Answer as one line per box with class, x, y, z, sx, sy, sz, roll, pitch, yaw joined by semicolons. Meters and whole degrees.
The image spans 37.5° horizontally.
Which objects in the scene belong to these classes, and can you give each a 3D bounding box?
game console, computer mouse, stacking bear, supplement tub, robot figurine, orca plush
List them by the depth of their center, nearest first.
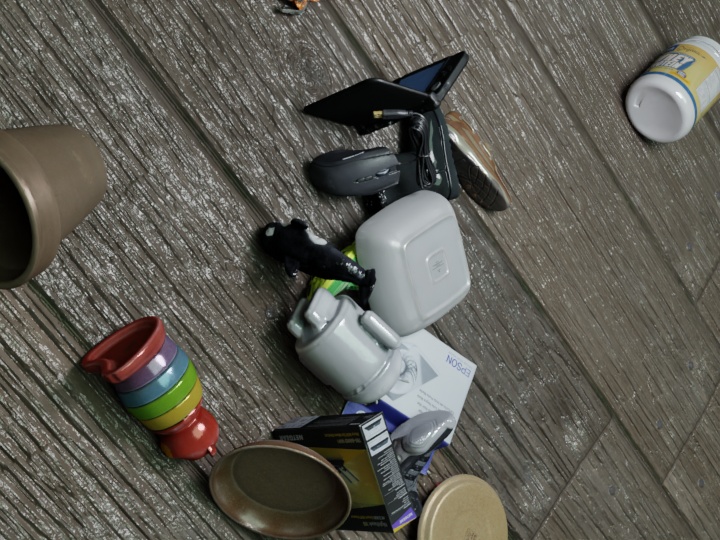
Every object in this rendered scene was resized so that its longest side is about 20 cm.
stacking bear;-0.262;0.172;1.424;0.114;0.121;0.201;-42;117;-24
orca plush;-0.076;-0.002;1.537;0.199;0.106;0.071;35;59;13
robot figurine;-0.017;0.117;1.568;0.200;0.169;0.113;45;43;-18
computer mouse;0.015;-0.173;1.603;0.046;0.197;0.142;-83;169;-55
game console;0.039;-0.288;1.632;0.116;0.199;0.177;45;62;-23
supplement tub;0.630;-0.361;2.096;0.200;0.144;0.146;-43;108;-31

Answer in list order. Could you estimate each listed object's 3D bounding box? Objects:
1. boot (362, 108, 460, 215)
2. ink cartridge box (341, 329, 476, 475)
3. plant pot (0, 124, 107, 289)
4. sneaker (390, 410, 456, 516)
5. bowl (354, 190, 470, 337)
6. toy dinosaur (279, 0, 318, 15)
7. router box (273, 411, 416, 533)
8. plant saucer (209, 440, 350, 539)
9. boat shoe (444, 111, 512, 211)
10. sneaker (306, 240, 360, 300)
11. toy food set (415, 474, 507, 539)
boot;0.068;-0.182;1.724;0.161;0.073;0.201;-15;89;-28
ink cartridge box;0.080;0.196;1.699;0.199;0.040;0.202;34;66;-27
plant pot;-0.413;-0.101;1.316;0.174;0.199;0.202;-39;107;-52
sneaker;0.079;0.309;1.648;0.199;0.075;0.115;-35;113;-9
bowl;0.096;-0.009;1.650;0.199;0.074;0.202;-32;115;-39
toy dinosaur;-0.083;-0.467;1.654;0.199;0.101;0.138;-11;106;-53
router box;-0.026;0.288;1.514;0.052;0.199;0.159;-24;97;-42
plant saucer;-0.109;0.297;1.466;0.200;0.199;0.037;43;34;-23
boat shoe;0.200;-0.189;1.813;0.200;0.075;0.072;50;58;-21
sneaker;0.000;0.000;1.646;0.199;0.074;0.084;-37;101;-33
toy food set;0.164;0.434;1.724;0.196;0.048;0.203;20;73;-32
